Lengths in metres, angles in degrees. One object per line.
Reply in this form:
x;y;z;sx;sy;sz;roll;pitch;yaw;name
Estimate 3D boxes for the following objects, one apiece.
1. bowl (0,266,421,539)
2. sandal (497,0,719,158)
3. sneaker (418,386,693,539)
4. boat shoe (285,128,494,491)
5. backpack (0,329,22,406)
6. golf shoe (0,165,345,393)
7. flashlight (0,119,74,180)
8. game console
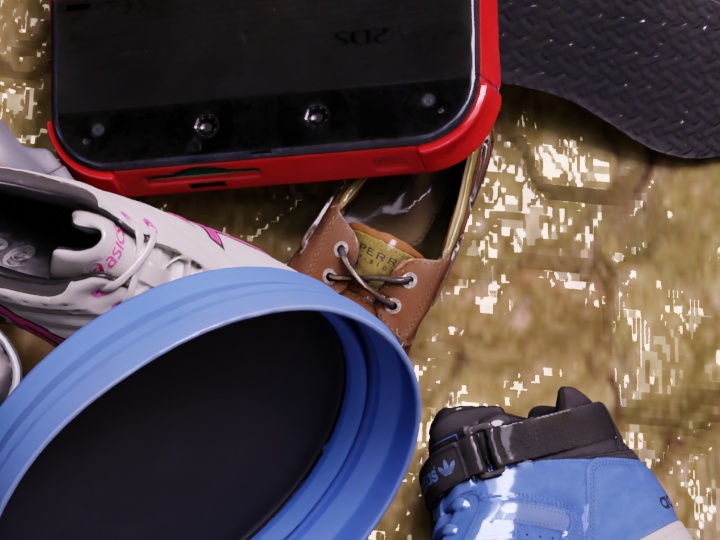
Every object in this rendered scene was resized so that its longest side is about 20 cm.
-0.070;0.082;1.154;0.201;0.201;0.039;-26;51;-19;bowl
0.101;-0.108;1.325;0.200;0.048;0.075;17;110;-20;sandal
0.038;0.120;1.216;0.200;0.077;0.111;-26;81;-24;sneaker
0.000;0.000;1.264;0.072;0.068;0.200;23;66;-2;boat shoe
-0.253;0.066;1.144;0.178;0.151;0.200;44;63;10;backpack
-0.096;0.008;1.185;0.200;0.092;0.073;17;81;-8;golf shoe
-0.198;-0.068;1.261;0.200;0.068;0.068;52;34;8;flashlight
-0.040;-0.124;1.270;0.200;0.031;0.177;-4;73;11;game console
